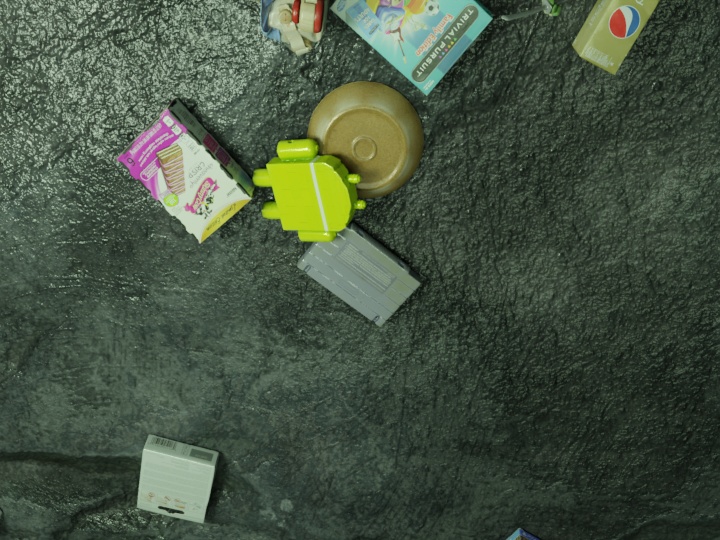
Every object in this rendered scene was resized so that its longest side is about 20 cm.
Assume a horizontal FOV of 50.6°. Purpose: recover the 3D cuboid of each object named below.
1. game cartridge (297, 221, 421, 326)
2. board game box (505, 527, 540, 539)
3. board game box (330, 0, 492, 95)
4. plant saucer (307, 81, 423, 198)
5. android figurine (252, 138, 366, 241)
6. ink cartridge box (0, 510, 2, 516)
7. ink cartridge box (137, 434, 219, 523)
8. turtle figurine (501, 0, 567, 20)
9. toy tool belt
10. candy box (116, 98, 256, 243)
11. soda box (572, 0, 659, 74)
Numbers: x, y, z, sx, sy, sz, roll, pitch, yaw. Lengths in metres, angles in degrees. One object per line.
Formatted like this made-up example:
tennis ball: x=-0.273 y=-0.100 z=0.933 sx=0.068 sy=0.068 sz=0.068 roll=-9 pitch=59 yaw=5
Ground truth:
game cartridge: x=0.000 y=0.000 z=1.376 sx=0.198 sy=0.039 sz=0.130 roll=36 pitch=112 yaw=-15
board game box: x=0.384 y=0.696 z=1.645 sx=0.157 sy=0.202 sz=0.097 roll=31 pitch=119 yaw=-13
board game box: x=0.076 y=-0.389 z=1.139 sx=0.199 sy=0.047 sz=0.151 roll=37 pitch=116 yaw=-16
plant saucer: x=0.007 y=-0.206 z=1.256 sx=0.195 sy=0.036 sz=0.205 roll=2 pitch=120 yaw=4
android figurine: x=-0.084 y=-0.130 z=1.273 sx=0.195 sy=0.041 sz=0.186 roll=0 pitch=120 yaw=26
ink cartridge box: x=-0.947 y=0.548 z=1.728 sx=0.195 sy=0.086 sz=0.149 roll=-13 pitch=118 yaw=13
ink cartridge box: x=-0.400 y=0.459 z=1.665 sx=0.156 sy=0.048 sz=0.203 roll=14 pitch=125 yaw=-4
turtle figurine: x=0.286 y=-0.408 z=1.009 sx=0.189 sy=0.200 sz=0.148 roll=8 pitch=114 yaw=18
toy tool belt: x=-0.108 y=-0.372 z=1.077 sx=0.120 sy=0.201 sz=0.128 roll=7 pitch=112 yaw=-3
candy box: x=-0.290 y=-0.165 z=1.287 sx=0.135 sy=0.061 sz=0.200 roll=-36 pitch=112 yaw=21
soda box: x=0.389 y=-0.395 z=1.100 sx=0.063 sy=0.068 sz=0.202 roll=23 pitch=119 yaw=-9
